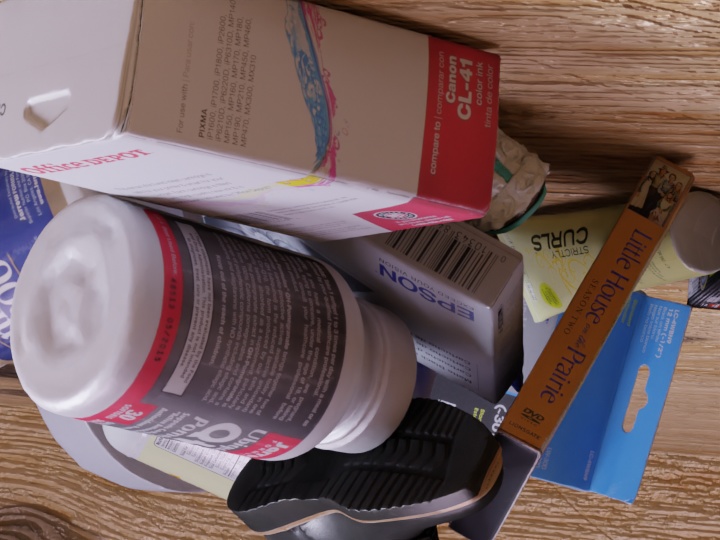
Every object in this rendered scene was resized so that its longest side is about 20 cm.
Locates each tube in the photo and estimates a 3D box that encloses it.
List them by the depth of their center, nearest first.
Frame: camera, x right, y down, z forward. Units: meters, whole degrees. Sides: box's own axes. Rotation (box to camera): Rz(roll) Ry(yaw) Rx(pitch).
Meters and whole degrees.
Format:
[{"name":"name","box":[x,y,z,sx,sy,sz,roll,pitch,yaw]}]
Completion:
[{"name":"tube","box":[0.153,-0.010,1.383,0.052,0.058,0.200,20,164,-28]}]

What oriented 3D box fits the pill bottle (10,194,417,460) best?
[{"name":"pill bottle","box":[-0.069,0.037,1.118,0.200,0.111,0.111,17,166,-40]}]

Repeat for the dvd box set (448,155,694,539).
[{"name":"dvd box set","box":[0.118,0.047,1.233,0.029,0.200,0.146,29,153,6]}]

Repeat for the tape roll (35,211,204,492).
[{"name":"tape roll","box":[-0.133,0.056,1.542,0.200,0.201,0.066,12,171,-34]}]

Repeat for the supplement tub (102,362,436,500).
[{"name":"supplement tub","box":[-0.069,0.066,1.328,0.200,0.145,0.145,25,169,-5]}]

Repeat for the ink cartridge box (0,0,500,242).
[{"name":"ink cartridge box","box":[-0.056,-0.075,1.021,0.200,0.086,0.147,14,169,-35]}]

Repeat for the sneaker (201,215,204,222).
[{"name":"sneaker","box":[-0.028,-0.011,1.455,0.200,0.078,0.140,19,174,-21]}]

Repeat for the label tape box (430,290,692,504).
[{"name":"label tape box","box":[0.114,0.065,1.507,0.200,0.144,0.066,15,178,42]}]

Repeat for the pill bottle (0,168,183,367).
[{"name":"pill bottle","box":[-0.204,-0.005,1.201,0.200,0.111,0.111,-25,160,20]}]

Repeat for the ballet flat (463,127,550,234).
[{"name":"ballet flat","box":[0.034,-0.054,1.211,0.072,0.072,0.200,10,172,-26]}]

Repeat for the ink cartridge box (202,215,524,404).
[{"name":"ink cartridge box","box":[0.000,0.000,1.223,0.199,0.041,0.200,29,162,16]}]

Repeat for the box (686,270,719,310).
[{"name":"box","box":[0.303,-0.002,1.389,0.160,0.044,0.200,6,172,-1]}]

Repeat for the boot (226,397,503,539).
[{"name":"boot","box":[0.036,0.145,1.210,0.138,0.078,0.200,47,150,-24]}]
